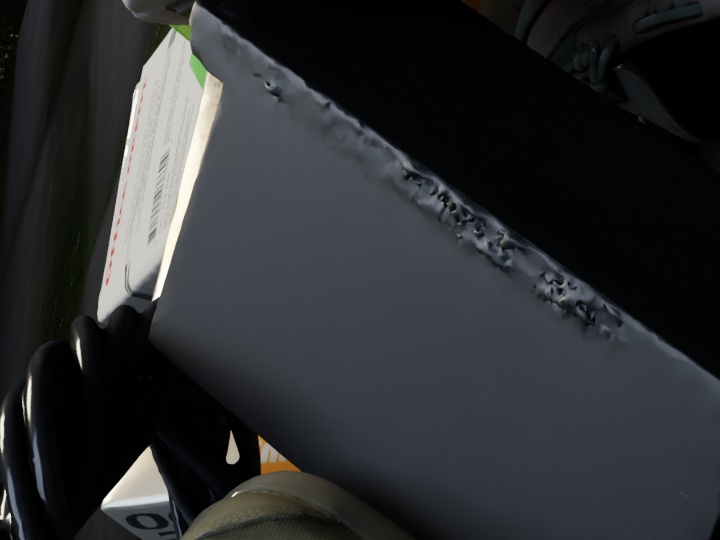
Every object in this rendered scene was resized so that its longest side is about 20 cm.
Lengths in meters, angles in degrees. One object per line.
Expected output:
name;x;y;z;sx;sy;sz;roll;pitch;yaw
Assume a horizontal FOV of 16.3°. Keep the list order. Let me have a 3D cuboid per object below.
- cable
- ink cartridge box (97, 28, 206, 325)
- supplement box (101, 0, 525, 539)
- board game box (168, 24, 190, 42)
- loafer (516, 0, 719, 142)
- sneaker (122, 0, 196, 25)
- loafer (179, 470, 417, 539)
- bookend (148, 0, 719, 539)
cable;-0.063;0.096;0.697;0.163;0.051;0.201;42;-142;-54
ink cartridge box;-0.060;-0.053;1.214;0.200;0.084;0.147;146;136;-70
supplement box;0.000;0.000;0.849;0.125;0.073;0.201;-10;56;34
board game box;-0.015;-0.106;0.978;0.048;0.200;0.102;-47;-6;-35
loafer;0.098;-0.068;0.732;0.200;0.071;0.063;135;136;-63
sneaker;-0.016;-0.123;0.757;0.200;0.077;0.100;3;-109;-71
loafer;0.023;0.116;0.590;0.199;0.068;0.076;25;117;33
bookend;0.025;0.055;0.685;0.198;0.092;0.201;36;122;31
